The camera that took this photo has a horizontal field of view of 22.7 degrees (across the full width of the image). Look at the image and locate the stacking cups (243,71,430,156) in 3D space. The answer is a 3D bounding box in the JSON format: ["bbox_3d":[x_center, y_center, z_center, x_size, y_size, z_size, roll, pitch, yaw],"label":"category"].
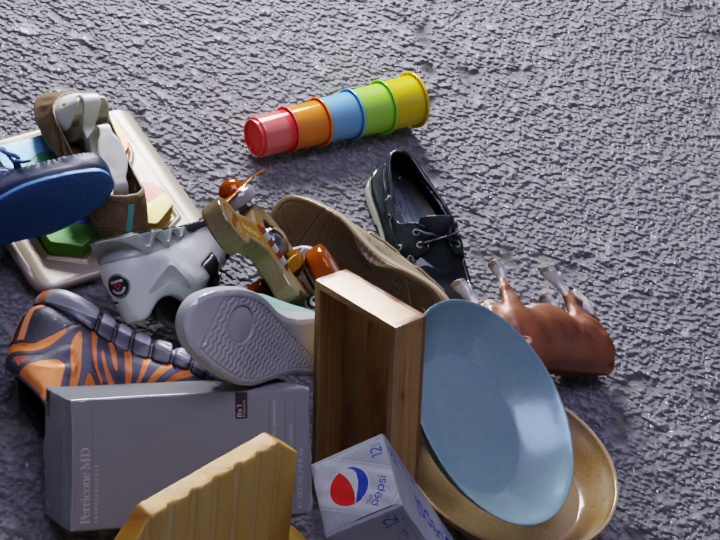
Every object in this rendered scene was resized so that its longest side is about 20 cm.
[{"bbox_3d":[-0.025,-0.150,1.818,0.199,0.061,0.061,-19,56,-30],"label":"stacking cups"}]

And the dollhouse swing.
[{"bbox_3d":[-0.074,0.255,1.291,0.199,0.176,0.182,-26,60,-40],"label":"dollhouse swing"}]

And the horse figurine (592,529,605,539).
[{"bbox_3d":[0.224,0.290,1.474,0.199,0.050,0.132,35,36,18],"label":"horse figurine"}]

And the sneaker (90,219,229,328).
[{"bbox_3d":[-0.160,0.004,1.562,0.200,0.074,0.089,-17,93,-59],"label":"sneaker"}]

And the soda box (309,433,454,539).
[{"bbox_3d":[0.030,0.211,1.366,0.063,0.200,0.069,-23,49,8],"label":"soda box"}]

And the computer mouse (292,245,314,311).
[{"bbox_3d":[-0.013,0.055,1.600,0.110,0.044,0.200,-41,58,0],"label":"computer mouse"}]

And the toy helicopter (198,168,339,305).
[{"bbox_3d":[-0.092,-0.033,1.530,0.079,0.200,0.133,-29,75,9],"label":"toy helicopter"}]

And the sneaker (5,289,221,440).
[{"bbox_3d":[-0.201,0.108,1.473,0.199,0.078,0.113,26,56,-2],"label":"sneaker"}]

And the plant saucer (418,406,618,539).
[{"bbox_3d":[0.123,0.175,1.550,0.199,0.036,0.201,12,39,-10],"label":"plant saucer"}]

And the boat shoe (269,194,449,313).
[{"bbox_3d":[0.000,0.000,1.670,0.200,0.072,0.064,36,11,17],"label":"boat shoe"}]

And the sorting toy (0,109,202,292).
[{"bbox_3d":[-0.252,-0.072,1.651,0.199,0.037,0.185,-15,54,-34],"label":"sorting toy"}]

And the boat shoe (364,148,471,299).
[{"bbox_3d":[0.063,-0.038,1.725,0.074,0.066,0.200,1,47,-24],"label":"boat shoe"}]

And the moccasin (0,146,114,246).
[{"bbox_3d":[-0.313,-0.066,1.545,0.199,0.081,0.068,-18,52,-6],"label":"moccasin"}]

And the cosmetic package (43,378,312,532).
[{"bbox_3d":[-0.145,0.142,1.412,0.199,0.108,0.090,-3,5,-26],"label":"cosmetic package"}]

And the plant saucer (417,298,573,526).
[{"bbox_3d":[0.099,0.123,1.499,0.200,0.039,0.202,28,46,-34],"label":"plant saucer"}]

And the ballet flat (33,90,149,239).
[{"bbox_3d":[-0.240,-0.112,1.621,0.067,0.073,0.201,-9,51,-25],"label":"ballet flat"}]

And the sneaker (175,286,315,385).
[{"bbox_3d":[-0.115,0.048,1.442,0.117,0.074,0.200,10,-3,31],"label":"sneaker"}]

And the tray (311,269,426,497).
[{"bbox_3d":[0.005,0.110,1.435,0.037,0.201,0.098,-20,34,-35],"label":"tray"}]

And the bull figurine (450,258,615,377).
[{"bbox_3d":[0.153,0.052,1.651,0.199,0.065,0.122,12,44,-42],"label":"bull figurine"}]
